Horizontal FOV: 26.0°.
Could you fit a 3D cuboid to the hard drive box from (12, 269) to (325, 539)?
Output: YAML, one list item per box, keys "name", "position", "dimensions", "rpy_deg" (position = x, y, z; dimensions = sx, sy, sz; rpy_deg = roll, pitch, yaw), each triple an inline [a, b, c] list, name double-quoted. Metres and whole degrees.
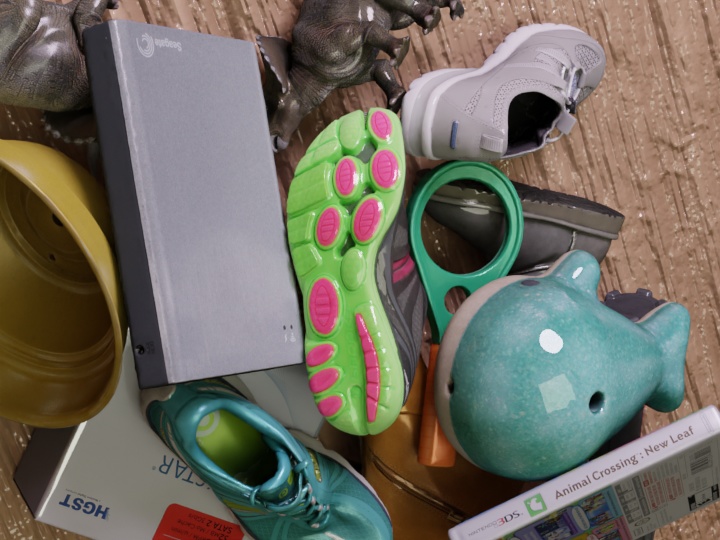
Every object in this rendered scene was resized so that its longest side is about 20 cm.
- name: "hard drive box"
  position: [-0.107, 0.081, 1.005]
  dimensions: [0.156, 0.077, 0.200]
  rpy_deg: [23, 94, -26]

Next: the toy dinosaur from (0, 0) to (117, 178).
- name: "toy dinosaur"
  position: [-0.194, -0.134, 0.901]
  dimensions: [0.200, 0.077, 0.102]
  rpy_deg: [25, 79, -31]

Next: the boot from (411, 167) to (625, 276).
- name: "boot"
  position: [0.092, 0.038, 1.094]
  dimensions: [0.182, 0.073, 0.200]
  rpy_deg: [13, 105, -24]

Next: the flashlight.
- name: "flashlight"
  position: [0.191, 0.111, 1.135]
  dimensions: [0.068, 0.068, 0.200]
  rpy_deg: [-7, 115, -21]

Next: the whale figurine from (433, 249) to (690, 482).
- name: "whale figurine"
  position: [0.146, 0.068, 0.994]
  dimensions: [0.200, 0.104, 0.159]
  rpy_deg: [-2, 101, -32]

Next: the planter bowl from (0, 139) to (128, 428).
- name: "planter bowl"
  position: [-0.197, -0.013, 0.909]
  dimensions: [0.083, 0.200, 0.201]
  rpy_deg: [-47, 122, -44]

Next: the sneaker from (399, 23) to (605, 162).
- name: "sneaker"
  position: [0.111, -0.105, 1.020]
  dimensions: [0.200, 0.082, 0.075]
  rpy_deg: [-31, 134, -44]

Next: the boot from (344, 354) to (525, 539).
- name: "boot"
  position: [0.052, 0.101, 1.058]
  dimensions: [0.144, 0.071, 0.201]
  rpy_deg: [21, 106, -1]

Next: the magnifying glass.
- name: "magnifying glass"
  position: [0.060, 0.027, 1.013]
  dimensions: [0.080, 0.022, 0.200]
  rpy_deg: [5, 92, -20]

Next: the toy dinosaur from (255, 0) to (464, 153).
- name: "toy dinosaur"
  position: [0.000, -0.162, 0.984]
  dimensions: [0.200, 0.102, 0.077]
  rpy_deg: [-58, 162, -16]

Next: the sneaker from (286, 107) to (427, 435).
- name: "sneaker"
  position: [0.000, 0.000, 0.958]
  dimensions: [0.077, 0.084, 0.200]
  rpy_deg: [1, 86, 16]

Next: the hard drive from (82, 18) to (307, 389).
- name: "hard drive"
  position: [-0.093, -0.038, 0.895]
  dimensions: [0.140, 0.033, 0.200]
  rpy_deg: [-4, 83, -61]

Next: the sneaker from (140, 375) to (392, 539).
- name: "sneaker"
  position: [-0.054, 0.131, 0.953]
  dimensions: [0.200, 0.080, 0.078]
  rpy_deg: [40, 85, -27]

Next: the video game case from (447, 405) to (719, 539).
- name: "video game case"
  position: [0.159, 0.159, 1.035]
  dimensions: [0.182, 0.022, 0.200]
  rpy_deg: [-26, 157, 4]
